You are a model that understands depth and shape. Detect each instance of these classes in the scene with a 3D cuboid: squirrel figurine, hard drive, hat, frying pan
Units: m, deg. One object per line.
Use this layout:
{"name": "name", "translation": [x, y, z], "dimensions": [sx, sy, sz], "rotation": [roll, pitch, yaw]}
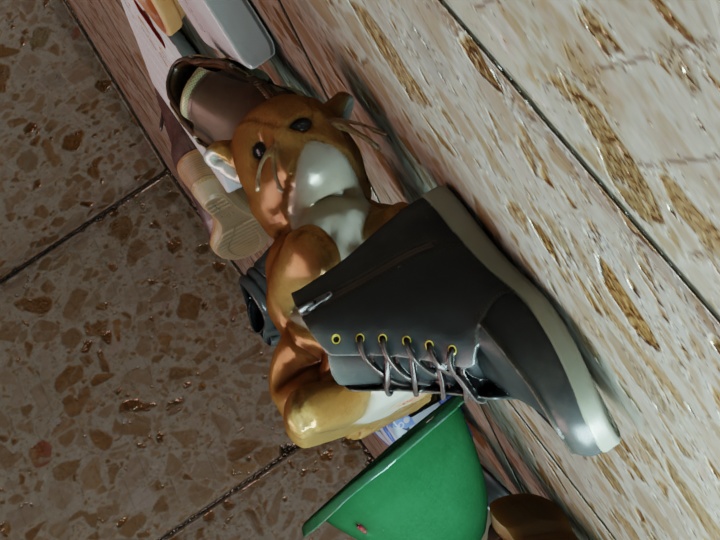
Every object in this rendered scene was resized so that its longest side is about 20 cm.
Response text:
{"name": "squirrel figurine", "translation": [-0.017, -0.004, 1.436], "dimensions": [0.187, 0.141, 0.200], "rotation": [62, 174, 10]}
{"name": "hard drive", "translation": [-0.117, -0.207, 1.728], "dimensions": [0.132, 0.026, 0.200], "rotation": [57, 175, -14]}
{"name": "hat", "translation": [0.073, 0.199, 1.805], "dimensions": [0.176, 0.166, 0.200], "rotation": [51, -176, 2]}
{"name": "frying pan", "translation": [0.134, 0.211, 1.992], "dimensions": [0.190, 0.031, 0.115], "rotation": [44, 179, -4]}

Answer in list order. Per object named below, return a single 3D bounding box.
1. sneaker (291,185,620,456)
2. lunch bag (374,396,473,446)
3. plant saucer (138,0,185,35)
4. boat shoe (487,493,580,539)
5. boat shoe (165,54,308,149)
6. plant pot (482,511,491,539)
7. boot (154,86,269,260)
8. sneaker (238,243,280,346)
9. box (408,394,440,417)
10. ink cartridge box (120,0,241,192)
{"name": "sneaker", "translation": [0.047, 0.048, 1.267], "dimensions": [0.200, 0.106, 0.075], "rotation": [51, 173, 48]}
{"name": "lunch bag", "translation": [0.017, 0.085, 2.080], "dimensions": [0.160, 0.076, 0.200], "rotation": [55, 175, -18]}
{"name": "plant saucer", "translation": [-0.191, -0.276, 1.962], "dimensions": [0.200, 0.037, 0.200], "rotation": [56, 176, 5]}
{"name": "boat shoe", "translation": [0.133, 0.221, 1.745], "dimensions": [0.200, 0.070, 0.070], "rotation": [-112, 21, -74]}
{"name": "boat shoe", "translation": [-0.088, -0.102, 1.681], "dimensions": [0.075, 0.075, 0.202], "rotation": [22, -174, -22]}
{"name": "plant pot", "translation": [0.083, 0.277, 2.150], "dimensions": [0.200, 0.200, 0.175], "rotation": [75, 178, -76]}
{"name": "boot", "translation": [-0.168, -0.115, 2.828], "dimensions": [0.200, 0.072, 0.167], "rotation": [62, -175, -64]}
{"name": "sneaker", "translation": [-0.044, 0.049, 2.307], "dimensions": [0.200, 0.099, 0.071], "rotation": [58, 174, -33]}
{"name": "box", "translation": [0.000, 0.000, 1.792], "dimensions": [0.200, 0.051, 0.158], "rotation": [56, 176, 13]}
{"name": "ink cartridge box", "translation": [-0.156, -0.186, 2.254], "dimensions": [0.162, 0.050, 0.200], "rotation": [54, 167, 32]}
